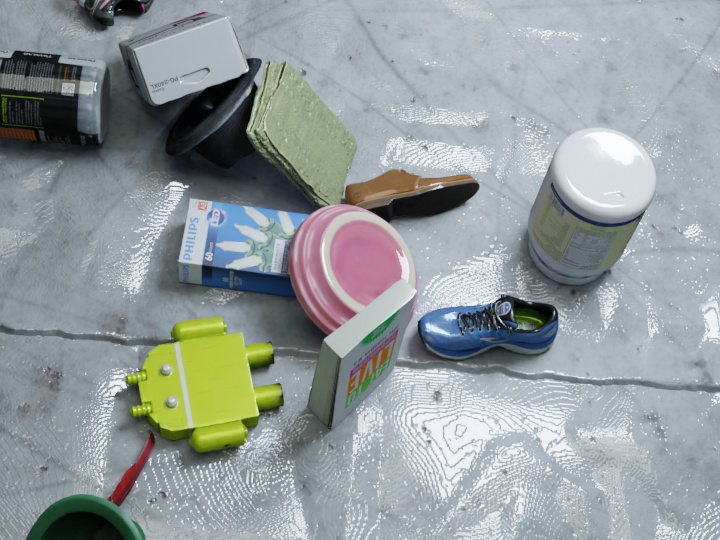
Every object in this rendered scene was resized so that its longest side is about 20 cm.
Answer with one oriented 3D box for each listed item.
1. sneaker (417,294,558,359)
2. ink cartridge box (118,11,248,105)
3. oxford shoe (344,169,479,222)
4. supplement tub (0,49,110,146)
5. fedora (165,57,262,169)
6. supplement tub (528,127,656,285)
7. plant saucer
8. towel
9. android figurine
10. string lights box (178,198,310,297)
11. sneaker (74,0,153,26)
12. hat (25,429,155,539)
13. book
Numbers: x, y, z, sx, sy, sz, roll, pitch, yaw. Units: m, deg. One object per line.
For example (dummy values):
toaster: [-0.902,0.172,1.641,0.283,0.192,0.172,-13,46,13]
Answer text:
sneaker: [0.174,0.065,1.653,0.197,0.090,0.080,-4,59,-9]
ink cartridge box: [-0.254,-0.302,1.736,0.143,0.200,0.084,-22,108,-11]
oxford shoe: [0.073,-0.118,1.757,0.197,0.072,0.072,-9,60,-11]
supplement tub: [-0.457,-0.244,1.729,0.197,0.123,0.124,5,59,-5]
fedora: [-0.187,-0.209,1.749,0.092,0.199,0.201,48,59,-21]
supplement tub: [0.311,-0.083,1.692,0.143,0.201,0.147,3,59,-5]
plant saucer: [0.000,0.000,1.646,0.198,0.051,0.203,16,60,-29]
towel: [-0.082,-0.186,1.729,0.036,0.200,0.150,-13,48,38]
android figurine: [-0.202,0.147,1.587,0.197,0.041,0.184,-6,62,-13]
string lights box: [-0.143,-0.028,1.682,0.197,0.059,0.104,7,61,-3]
sneaker: [-0.339,-0.438,1.894,0.199,0.080,0.087,-35,82,-15]
hat: [-0.288,0.333,1.482,0.165,0.176,0.201,39,100,13]
book: [0.002,0.104,1.544,0.133,0.201,0.048,-38,70,-24]
